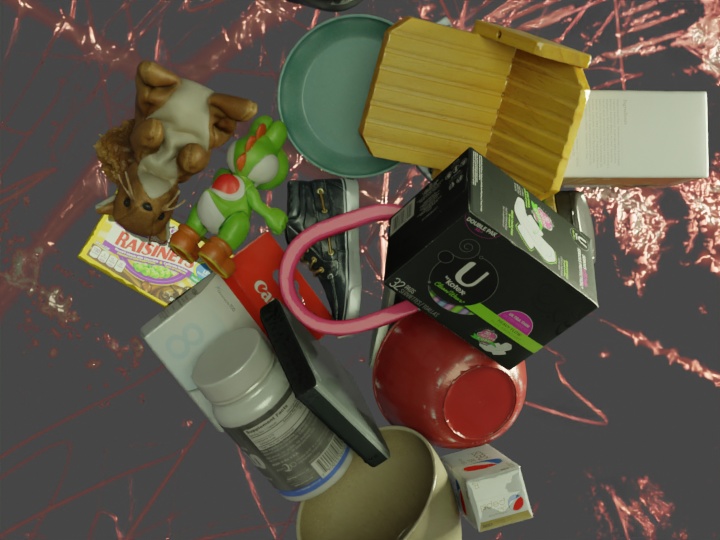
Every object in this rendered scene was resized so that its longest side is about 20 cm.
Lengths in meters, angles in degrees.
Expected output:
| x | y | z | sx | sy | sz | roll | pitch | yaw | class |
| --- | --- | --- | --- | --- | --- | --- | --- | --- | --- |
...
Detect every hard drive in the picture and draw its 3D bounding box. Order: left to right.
| x | y | z | sx | sy | sz | roll | pitch | yaw | class |
| --- | --- | --- | --- | --- | --- | --- | --- | --- | --- |
| -0.042 | 0.134 | 1.534 | 0.033 | 0.200 | 0.140 | -33 | 50 | 6 | hard drive |

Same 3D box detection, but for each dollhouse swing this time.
| x | y | z | sx | sy | sz | roll | pitch | yaw | class |
| --- | --- | --- | --- | --- | --- | --- | --- | --- | --- |
| 0.129 | -0.186 | 1.526 | 0.176 | 0.182 | 0.200 | 5 | 108 | -38 | dollhouse swing |

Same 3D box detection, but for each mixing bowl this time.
| x | y | z | sx | sy | sz | roll | pitch | yaw | class |
| --- | --- | --- | --- | --- | --- | --- | --- | --- | --- |
| 0.126 | 0.139 | 1.594 | 0.200 | 0.108 | 0.201 | -6 | 110 | -18 | mixing bowl |

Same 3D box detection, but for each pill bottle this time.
| x | y | z | sx | sy | sz | roll | pitch | yaw | class |
| --- | --- | --- | --- | --- | --- | --- | --- | --- | --- |
| -0.104 | 0.169 | 1.552 | 0.114 | 0.114 | 0.200 | -40 | 117 | -6 | pill bottle |

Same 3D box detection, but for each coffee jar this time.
| x | y | z | sx | sy | sz | roll | pitch | yaw | class |
| --- | --- | --- | --- | --- | --- | --- | --- | --- | --- |
| 0.188 | -0.037 | 1.621 | 0.200 | 0.085 | 0.105 | -9 | 85 | 12 | coffee jar |

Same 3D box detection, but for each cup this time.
| x | y | z | sx | sy | sz | roll | pitch | yaw | class |
| --- | --- | --- | --- | --- | --- | --- | --- | --- | --- |
| 0.044 | 0.310 | 1.587 | 0.200 | 0.200 | 0.143 | -47 | 124 | -6 | cup |

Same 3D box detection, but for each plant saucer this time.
| x | y | z | sx | sy | sz | roll | pitch | yaw | class |
| --- | --- | --- | --- | --- | --- | --- | --- | --- | --- |
| -0.003 | -0.215 | 1.626 | 0.200 | 0.036 | 0.200 | 1 | 96 | 11 | plant saucer |

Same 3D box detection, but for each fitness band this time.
| x | y | z | sx | sy | sz | roll | pitch | yaw | class |
| --- | --- | --- | --- | --- | --- | --- | --- | --- | --- |
| 0.000 | 0.000 | 1.574 | 0.200 | 0.037 | 0.144 | -19 | 86 | -4 | fitness band |

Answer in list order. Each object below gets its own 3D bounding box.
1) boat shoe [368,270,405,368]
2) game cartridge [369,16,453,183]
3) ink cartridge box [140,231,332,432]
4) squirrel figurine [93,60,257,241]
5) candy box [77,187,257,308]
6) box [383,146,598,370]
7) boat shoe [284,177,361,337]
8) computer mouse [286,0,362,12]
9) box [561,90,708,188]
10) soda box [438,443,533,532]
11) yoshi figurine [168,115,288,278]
| x | y | z | sx | sy | sz | roll | pitch | yaw | class |
| --- | --- | --- | --- | --- | --- | --- | --- | --- | --- |
| 0.058 | 0.029 | 1.640 | 0.060 | 0.076 | 0.200 | 12 | 100 | -7 | boat shoe |
| 0.101 | -0.200 | 1.651 | 0.133 | 0.040 | 0.200 | -30 | 91 | 1 | game cartridge |
| -0.143 | 0.075 | 1.601 | 0.200 | 0.047 | 0.160 | -38 | 111 | -5 | ink cartridge box |
| -0.237 | -0.131 | 1.545 | 0.141 | 0.200 | 0.187 | 20 | 86 | -23 | squirrel figurine |
| -0.238 | -0.010 | 1.620 | 0.200 | 0.026 | 0.102 | 30 | 84 | -7 | candy box |
| 0.149 | -0.010 | 1.497 | 0.200 | 0.124 | 0.149 | 34 | 125 | -21 | box |
| -0.049 | -0.016 | 1.627 | 0.091 | 0.071 | 0.201 | 0 | 82 | -9 | boat shoe |
| -0.077 | -0.385 | 1.639 | 0.200 | 0.053 | 0.139 | 24 | 88 | 6 | computer mouse |
| 0.311 | -0.160 | 1.633 | 0.200 | 0.152 | 0.107 | 0 | 88 | -7 | box |
| 0.148 | 0.259 | 1.580 | 0.068 | 0.200 | 0.064 | -15 | 91 | -5 | soda box |
| -0.143 | -0.089 | 1.593 | 0.112 | 0.112 | 0.200 | 34 | 77 | -19 | yoshi figurine |
